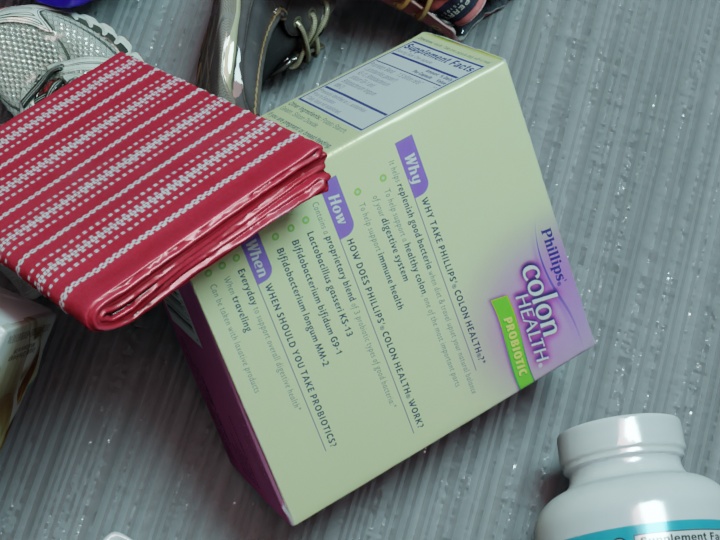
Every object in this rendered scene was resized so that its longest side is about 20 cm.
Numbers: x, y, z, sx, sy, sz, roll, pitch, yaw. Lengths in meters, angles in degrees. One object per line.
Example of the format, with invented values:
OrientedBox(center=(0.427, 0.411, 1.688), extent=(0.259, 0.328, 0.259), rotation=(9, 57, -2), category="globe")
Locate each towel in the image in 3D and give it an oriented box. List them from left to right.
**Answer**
OrientedBox(center=(-0.121, -0.043, 0.862), extent=(0.144, 0.023, 0.199), rotation=(-35, 38, -22), category="towel")

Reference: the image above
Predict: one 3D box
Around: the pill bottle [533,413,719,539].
OrientedBox(center=(0.152, 0.182, 0.926), extent=(0.109, 0.111, 0.202), rotation=(-4, 71, -9), category="pill bottle")

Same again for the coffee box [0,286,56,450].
OrientedBox(center=(-0.233, 0.101, 0.866), extent=(0.079, 0.114, 0.202), rotation=(24, 94, 2), category="coffee box")

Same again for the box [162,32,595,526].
OrientedBox(center=(0.000, 0.000, 0.932), extent=(0.199, 0.097, 0.177), rotation=(-29, 116, -15), category="box")

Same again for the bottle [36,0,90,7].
OrientedBox(center=(-0.132, -0.232, 1.039), extent=(0.083, 0.066, 0.200), rotation=(22, 49, 27), category="bottle")

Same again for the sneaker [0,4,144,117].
OrientedBox(center=(-0.142, -0.077, 0.979), extent=(0.200, 0.082, 0.078), rotation=(42, 106, 10), category="sneaker")

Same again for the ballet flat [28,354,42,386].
OrientedBox(center=(-0.258, 0.003, 0.959), extent=(0.200, 0.063, 0.067), rotation=(44, 44, 10), category="ballet flat")

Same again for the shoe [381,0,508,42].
OrientedBox(center=(0.032, -0.181, 1.019), extent=(0.091, 0.072, 0.200), rotation=(49, 33, 7), category="shoe")

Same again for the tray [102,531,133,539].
OrientedBox(center=(-0.078, 0.235, 0.924), extent=(0.199, 0.022, 0.108), rotation=(32, 71, 4), category="tray")

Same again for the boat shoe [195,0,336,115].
OrientedBox(center=(-0.050, -0.158, 1.027), extent=(0.073, 0.075, 0.202), rotation=(13, 59, -11), category="boat shoe")

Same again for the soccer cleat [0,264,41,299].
OrientedBox(center=(-0.230, -0.059, 0.987), extent=(0.069, 0.087, 0.200), rotation=(-30, 54, -21), category="soccer cleat")
